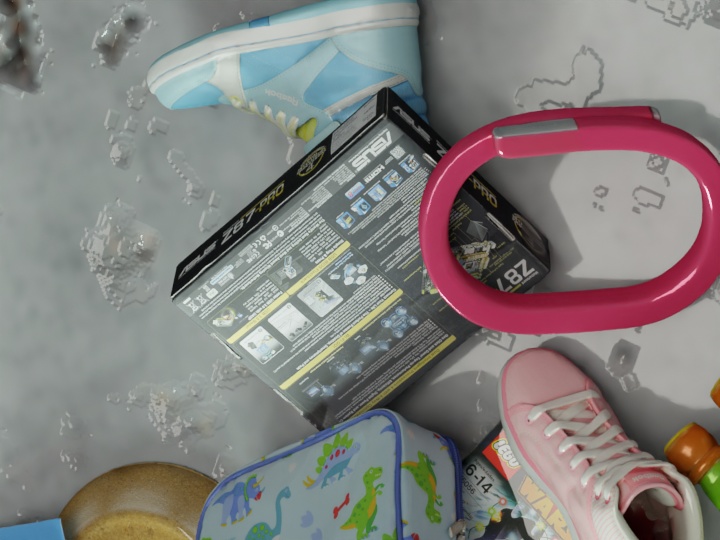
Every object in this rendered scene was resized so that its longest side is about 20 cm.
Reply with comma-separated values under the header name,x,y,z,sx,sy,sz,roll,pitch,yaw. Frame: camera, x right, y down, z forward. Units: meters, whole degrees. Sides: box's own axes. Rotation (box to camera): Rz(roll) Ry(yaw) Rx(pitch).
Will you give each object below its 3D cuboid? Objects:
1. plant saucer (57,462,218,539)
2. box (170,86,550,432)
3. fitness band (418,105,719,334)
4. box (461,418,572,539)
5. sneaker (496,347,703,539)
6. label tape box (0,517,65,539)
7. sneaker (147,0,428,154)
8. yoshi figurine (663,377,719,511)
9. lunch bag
name,x,y,z,sx,sy,sz,roll,pitch,yaw
plant saucer,-0.149,0.238,1.697,0.199,0.035,0.202,2,96,22
box,0.000,0.000,1.562,0.200,0.049,0.161,-40,111,22
fitness band,0.135,-0.030,1.503,0.198,0.037,0.145,-3,116,-2
box,0.125,0.210,1.578,0.200,0.040,0.137,46,109,12
sneaker,0.156,0.121,1.501,0.105,0.075,0.201,115,136,-59
label tape box,-0.254,0.289,1.707,0.144,0.063,0.202,-14,92,43
sneaker,-0.045,-0.104,1.593,0.199,0.079,0.132,-13,90,24
yoshi figurine,0.292,0.152,1.486,0.200,0.112,0.113,43,143,25
lunch bag,-0.020,0.186,1.569,0.199,0.082,0.162,-27,51,35
